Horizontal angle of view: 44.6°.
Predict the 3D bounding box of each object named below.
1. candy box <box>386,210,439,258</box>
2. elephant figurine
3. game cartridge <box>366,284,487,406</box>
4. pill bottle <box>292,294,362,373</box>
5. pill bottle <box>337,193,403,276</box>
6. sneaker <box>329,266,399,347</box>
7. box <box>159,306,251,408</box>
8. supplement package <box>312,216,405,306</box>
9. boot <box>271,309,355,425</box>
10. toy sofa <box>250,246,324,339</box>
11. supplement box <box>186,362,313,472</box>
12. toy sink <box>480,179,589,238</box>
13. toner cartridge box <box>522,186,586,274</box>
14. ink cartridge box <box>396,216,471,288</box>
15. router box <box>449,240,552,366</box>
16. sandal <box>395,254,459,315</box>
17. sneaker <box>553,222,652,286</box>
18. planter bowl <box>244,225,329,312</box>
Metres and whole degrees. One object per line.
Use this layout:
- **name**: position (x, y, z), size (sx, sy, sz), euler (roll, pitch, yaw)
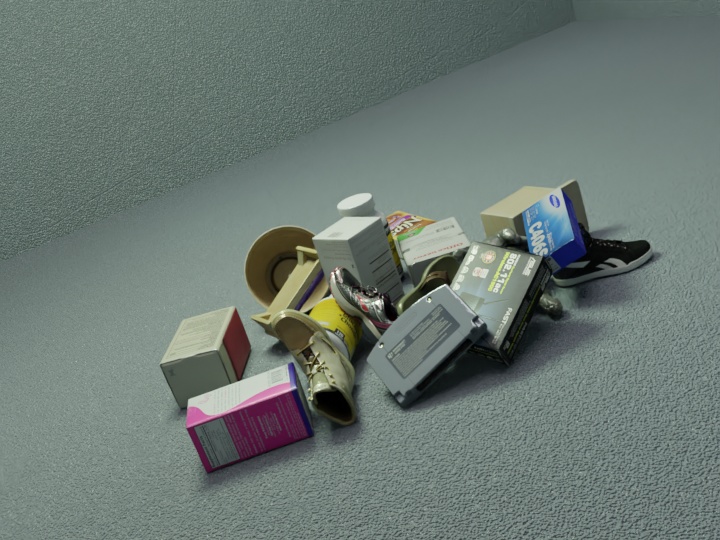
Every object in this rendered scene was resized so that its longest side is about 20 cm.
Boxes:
- **candy box**: position (0.104, -0.090, 2.182), size (0.116, 0.057, 0.200), euler (-27, 24, -21)
- **elephant figurine**: position (0.281, 0.020, 1.688), size (0.155, 0.141, 0.200), euler (-40, 27, 31)
- **game cartridge**: position (0.110, 0.124, 1.529), size (0.200, 0.042, 0.133), euler (-44, 44, 3)
- **pill bottle**: position (-0.055, 0.120, 1.726), size (0.111, 0.112, 0.200), euler (-11, 23, 20)
- **pill bottle**: position (0.017, -0.065, 1.971), size (0.111, 0.201, 0.112), euler (-16, 22, 7)
- **sneaker**: position (0.020, 0.064, 1.695), size (0.080, 0.200, 0.075), euler (-14, -35, -53)
- **box**: position (-0.315, 0.176, 1.813), size (0.127, 0.109, 0.200), euler (-15, 22, 10)
- **supplement package**: position (0.000, 0.000, 1.849), size (0.113, 0.201, 0.109), euler (3, 29, 45)
- **boot**: position (-0.079, 0.167, 1.528), size (0.072, 0.200, 0.155), euler (-38, 20, 13)
- **toy sofa**: position (-0.133, 0.055, 1.877), size (0.083, 0.098, 0.200), euler (13, 65, 53)
- **supplement box**: position (-0.193, 0.255, 1.531), size (0.199, 0.104, 0.101), euler (-18, 22, -1)
- **toy sink**: position (0.373, -0.102, 1.884), size (0.200, 0.131, 0.112), euler (-31, 24, -25)
- **toner cartridge box**: position (0.368, -0.074, 1.684), size (0.095, 0.043, 0.200), euler (-34, 25, 23)
- **ink cartridge box**: position (0.169, -0.032, 1.944), size (0.145, 0.084, 0.200), euler (-18, 21, 3)
- **router box**: position (0.231, 0.055, 1.563), size (0.149, 0.062, 0.201), euler (14, 68, 37)
- **sandal**: position (0.149, 0.044, 1.781), size (0.201, 0.080, 0.057), euler (-47, 11, -35)
- **sneaker**: position (0.462, -0.048, 1.700), size (0.199, 0.112, 0.073), euler (-18, 22, 2)
- **planter bowl**: position (-0.164, 0.007, 2.020), size (0.199, 0.201, 0.135), euler (-21, -5, -6)
